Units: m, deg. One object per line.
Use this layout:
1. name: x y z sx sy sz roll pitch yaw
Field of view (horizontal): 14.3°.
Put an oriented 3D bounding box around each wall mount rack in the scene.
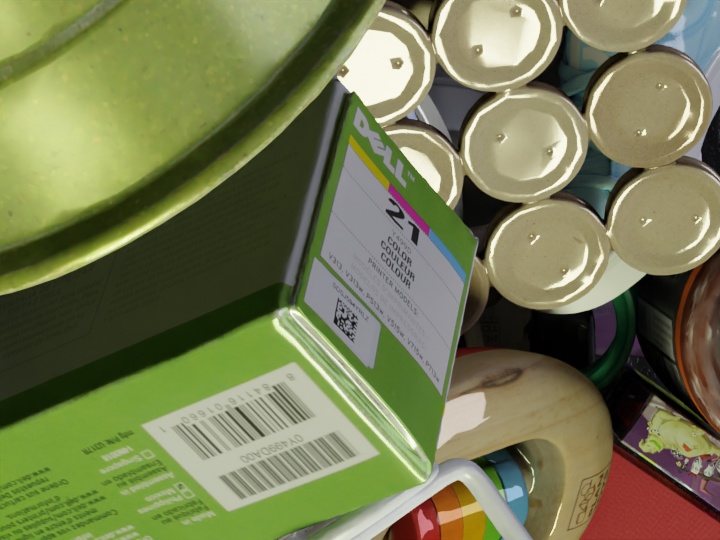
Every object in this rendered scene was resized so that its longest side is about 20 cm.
1. wall mount rack: -0.037 0.133 0.885 0.174 0.200 0.075 -33 88 -32

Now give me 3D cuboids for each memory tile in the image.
1. memory tile: 0.038 -0.044 1.101 0.017 0.200 0.154 -103 177 -60

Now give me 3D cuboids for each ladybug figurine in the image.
1. ladybug figurine: 0.021 0.089 1.135 0.200 0.072 0.136 -12 124 -46

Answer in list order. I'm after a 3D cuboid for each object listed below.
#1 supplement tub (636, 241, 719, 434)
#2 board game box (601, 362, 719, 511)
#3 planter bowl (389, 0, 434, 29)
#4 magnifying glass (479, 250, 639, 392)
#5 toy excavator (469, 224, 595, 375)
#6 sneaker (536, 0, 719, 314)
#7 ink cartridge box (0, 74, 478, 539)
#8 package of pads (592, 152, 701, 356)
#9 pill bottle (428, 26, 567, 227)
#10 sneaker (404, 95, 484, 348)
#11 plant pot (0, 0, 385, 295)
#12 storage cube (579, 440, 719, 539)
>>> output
1. supplement tub: 0.176 0.023 1.182 0.200 0.107 0.107 -124 -152 -84
2. board game box: 0.159 0.088 1.245 0.032 0.120 0.200 -59 180 3
3. planter bowl: 0.035 -0.170 1.146 0.135 0.200 0.201 85 12 -48
4. magnifying glass: 0.060 0.067 1.266 0.022 0.079 0.200 -76 -172 -59
5. toy excavator: 0.066 0.050 1.365 0.200 0.100 0.195 39 50 -79
6. sneaker: 0.102 -0.074 1.196 0.082 0.074 0.200 54 47 -34
7. ink cartridge box: -0.040 -0.010 0.885 0.076 0.148 0.200 48 36 -29
8. package of pads: 0.116 -0.051 1.483 0.076 0.120 0.201 -47 132 -67
9. pill bottle: 0.042 -0.125 1.270 0.112 0.112 0.200 61 31 -55
10. sneaker: 0.000 0.000 1.179 0.085 0.075 0.200 -51 130 -48
11. plant pot: -0.115 -0.127 0.680 0.190 0.200 0.200 54 34 -38
12. storage cube: 0.130 0.190 1.261 0.171 0.180 0.200 -55 159 -1
